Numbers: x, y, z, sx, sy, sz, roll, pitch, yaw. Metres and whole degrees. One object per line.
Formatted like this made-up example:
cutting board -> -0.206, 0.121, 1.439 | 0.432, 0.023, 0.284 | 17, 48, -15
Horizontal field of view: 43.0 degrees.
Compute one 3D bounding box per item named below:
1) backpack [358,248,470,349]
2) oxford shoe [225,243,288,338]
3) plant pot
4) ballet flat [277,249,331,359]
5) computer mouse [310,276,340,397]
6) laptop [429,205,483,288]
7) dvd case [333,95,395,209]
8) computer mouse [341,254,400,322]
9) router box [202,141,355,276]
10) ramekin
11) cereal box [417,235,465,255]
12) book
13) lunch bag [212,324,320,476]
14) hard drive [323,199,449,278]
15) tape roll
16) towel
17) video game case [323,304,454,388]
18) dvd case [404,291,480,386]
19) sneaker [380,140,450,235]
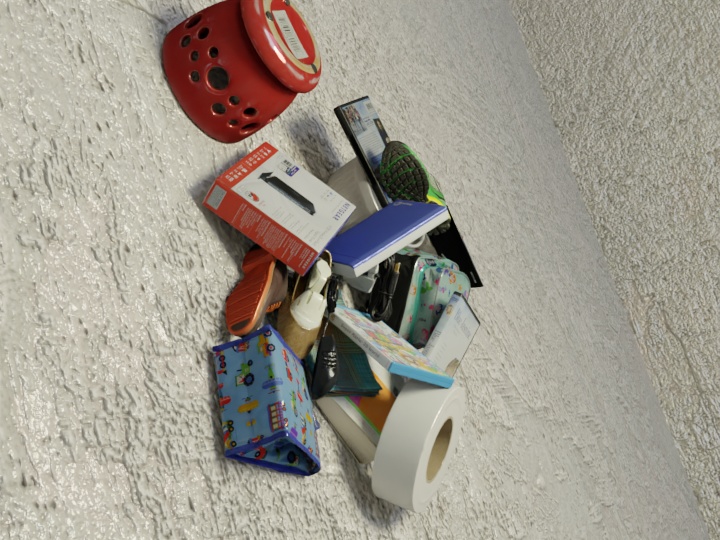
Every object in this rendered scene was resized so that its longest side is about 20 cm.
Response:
backpack -> 0.106, 0.053, 1.607 | 0.200, 0.150, 0.179 | 5, 98, -66
oxford shoe -> -0.135, 0.035, 1.289 | 0.073, 0.071, 0.201 | 55, 28, -28
plant pot -> -0.170, -0.321, 1.396 | 0.200, 0.182, 0.201 | 45, 31, -38
ballet flat -> -0.074, 0.039, 1.337 | 0.068, 0.072, 0.201 | 31, 39, -15
computer mouse -> -0.041, 0.092, 1.316 | 0.034, 0.059, 0.201 | 11, 56, -5
laptop -> 0.203, -0.063, 1.866 | 0.200, 0.103, 0.178 | -35, 103, -59
dvd case -> 0.028, -0.206, 1.606 | 0.201, 0.017, 0.143 | 63, 27, -6
computer mouse -> 0.000, 0.000, 1.501 | 0.044, 0.200, 0.111 | 2, 108, -28
router box -> -0.115, -0.097, 1.366 | 0.179, 0.049, 0.200 | 35, 28, -1
ramekin -> 0.022, -0.114, 1.657 | 0.200, 0.105, 0.201 | 42, 34, -38
cereal box -> 0.160, -0.076, 1.948 | 0.200, 0.039, 0.144 | 48, 33, -31
book -> 0.004, 0.188, 1.443 | 0.134, 0.048, 0.200 | 54, 28, -16
lunch bag -> -0.101, 0.183, 1.222 | 0.200, 0.094, 0.152 | 42, 31, -57
hard drive -> 0.027, -0.054, 1.458 | 0.199, 0.132, 0.026 | -33, 116, -28
tape roll -> 0.091, 0.261, 1.393 | 0.203, 0.070, 0.204 | -50, 149, -46
towel -> -0.047, 0.101, 1.399 | 0.146, 0.022, 0.201 | 10, 51, -53
video game case -> 0.034, 0.108, 1.372 | 0.143, 0.018, 0.200 | 20, 12, -44
dvd case -> 0.135, 0.148, 1.524 | 0.201, 0.017, 0.143 | -61, 151, -11
sneaker -> 0.090, -0.151, 1.592 | 0.086, 0.078, 0.200 | -94, 157, -45
